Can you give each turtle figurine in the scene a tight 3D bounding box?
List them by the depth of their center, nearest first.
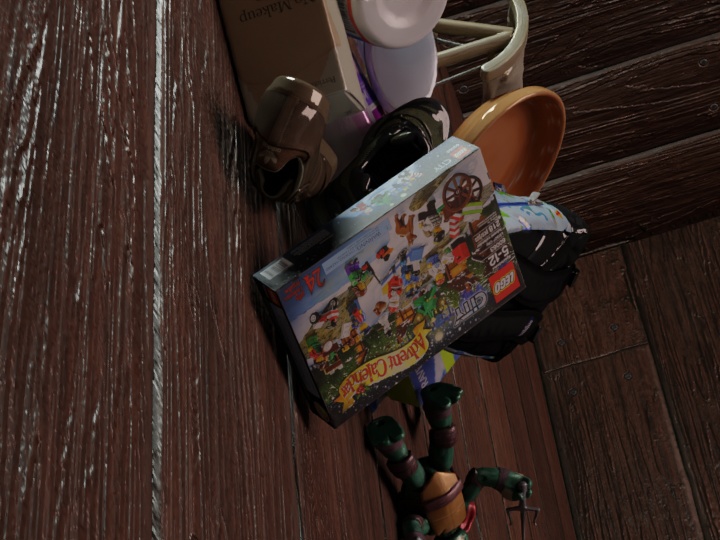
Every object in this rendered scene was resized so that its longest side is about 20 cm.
[{"bbox_3d":[0.077,0.211,1.670,0.150,0.100,0.201,-41,121,-35],"label":"turtle figurine"}]

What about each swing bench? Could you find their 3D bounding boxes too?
[{"bbox_3d":[0.076,-0.167,1.856,0.200,0.198,0.131,90,-7,-49],"label":"swing bench"}]

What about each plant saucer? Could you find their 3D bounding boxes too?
[{"bbox_3d":[0.129,-0.101,1.812,0.037,0.200,0.200,38,-9,26],"label":"plant saucer"}]

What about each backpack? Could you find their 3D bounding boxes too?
[{"bbox_3d":[0.094,-0.002,1.552,0.153,0.164,0.200,38,17,10],"label":"backpack"}]

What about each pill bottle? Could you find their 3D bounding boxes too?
[{"bbox_3d":[-0.019,-0.277,1.651,0.199,0.112,0.113,29,-31,47],"label":"pill bottle"}]

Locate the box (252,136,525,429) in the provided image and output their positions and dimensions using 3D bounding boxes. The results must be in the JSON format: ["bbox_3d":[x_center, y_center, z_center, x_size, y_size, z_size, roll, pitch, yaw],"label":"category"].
[{"bbox_3d":[0.026,0.009,1.384,0.038,0.199,0.137,29,-31,51],"label":"box"}]

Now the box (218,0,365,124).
[{"bbox_3d":[-0.068,-0.223,1.537,0.078,0.094,0.202,36,38,-75],"label":"box"}]

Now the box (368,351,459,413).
[{"bbox_3d":[0.064,0.029,1.683,0.200,0.047,0.123,-51,136,-30],"label":"box"}]

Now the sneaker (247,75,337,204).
[{"bbox_3d":[-0.065,-0.086,1.437,0.200,0.070,0.076,87,28,-72],"label":"sneaker"}]

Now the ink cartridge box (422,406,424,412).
[{"bbox_3d":[0.067,0.065,1.954,0.146,0.048,0.202,-132,-158,-82],"label":"ink cartridge box"}]

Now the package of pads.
[{"bbox_3d":[-0.011,-0.124,1.684,0.201,0.075,0.121,62,14,-6],"label":"package of pads"}]

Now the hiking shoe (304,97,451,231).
[{"bbox_3d":[0.039,-0.093,1.569,0.076,0.100,0.200,52,47,-13],"label":"hiking shoe"}]

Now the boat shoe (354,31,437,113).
[{"bbox_3d":[0.026,-0.230,1.736,0.065,0.073,0.202,130,-41,-59],"label":"boat shoe"}]
